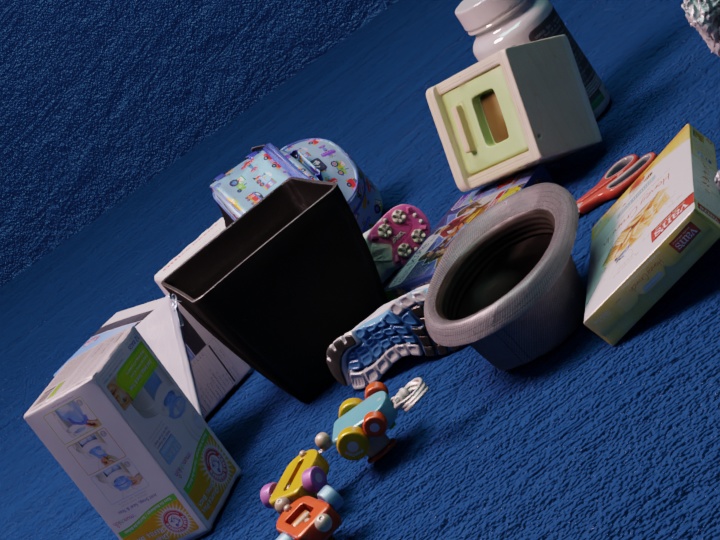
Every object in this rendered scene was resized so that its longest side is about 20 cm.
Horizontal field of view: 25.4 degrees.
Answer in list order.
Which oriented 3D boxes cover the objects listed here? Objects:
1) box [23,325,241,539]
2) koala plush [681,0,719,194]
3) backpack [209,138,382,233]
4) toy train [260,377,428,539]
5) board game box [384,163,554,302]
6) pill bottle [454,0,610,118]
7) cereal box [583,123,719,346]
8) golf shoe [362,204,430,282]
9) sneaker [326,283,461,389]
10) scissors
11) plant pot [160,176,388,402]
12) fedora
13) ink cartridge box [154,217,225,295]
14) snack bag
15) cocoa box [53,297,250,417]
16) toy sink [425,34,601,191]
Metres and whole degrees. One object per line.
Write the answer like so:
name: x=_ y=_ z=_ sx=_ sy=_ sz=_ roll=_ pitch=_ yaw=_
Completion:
box: x=-0.229 y=0.179 z=1.634 sx=0.101 sy=0.201 sz=0.113 roll=-28 pitch=16 yaw=26
koala plush: x=0.365 y=-0.168 z=1.331 sx=0.177 sy=0.201 sz=0.184 roll=-20 pitch=22 yaw=47
backpack: x=-0.078 y=-0.095 z=2.149 sx=0.199 sy=0.135 sz=0.183 roll=-33 pitch=54 yaw=-12
toy train: x=-0.011 y=0.184 z=1.424 sx=0.200 sy=0.056 sz=0.150 roll=-47 pitch=19 yaw=-22
board game box: x=0.122 y=-0.035 z=1.792 sx=0.135 sy=0.035 sz=0.200 roll=-20 pitch=22 yaw=46
pill bottle: x=0.208 y=-0.260 z=1.947 sx=0.113 sy=0.201 sz=0.113 roll=-33 pitch=15 yaw=10
cereal box: x=0.258 y=-0.035 z=1.416 sx=0.144 sy=0.039 sz=0.200 roll=-50 pitch=8 yaw=25
golf shoe: x=0.000 y=0.000 z=1.926 sx=0.199 sy=0.076 sz=0.092 roll=-36 pitch=0 yaw=-3
sneaker: x=0.053 y=0.050 z=1.638 sx=0.199 sy=0.075 sz=0.087 roll=-24 pitch=14 yaw=38
scissors: x=0.228 y=-0.063 z=1.681 sx=0.199 sy=0.014 sz=0.073 roll=-37 pitch=17 yaw=-5
plant pot: x=-0.077 y=0.028 z=1.783 sx=0.200 sy=0.178 sz=0.199 roll=-40 pitch=16 yaw=-10
fedora: x=0.147 y=0.019 z=1.476 sx=0.176 sy=0.090 sz=0.201 roll=-32 pitch=22 yaw=22
ink cartridge box: x=-0.196 y=-0.003 z=2.310 sx=0.145 sy=0.085 sz=0.200 roll=-42 pitch=17 yaw=-19
snack bag: x=-0.238 y=0.152 z=1.772 sx=0.021 sy=0.190 sz=0.200 roll=3 pitch=-29 yaw=-40
cocoa box: x=-0.260 y=0.126 z=1.981 sx=0.199 sy=0.134 sz=0.131 roll=-16 pitch=26 yaw=52
toy sink: x=0.160 y=-0.173 z=1.852 sx=0.111 sy=0.132 sz=0.199 roll=-17 pitch=-1 yaw=-35
